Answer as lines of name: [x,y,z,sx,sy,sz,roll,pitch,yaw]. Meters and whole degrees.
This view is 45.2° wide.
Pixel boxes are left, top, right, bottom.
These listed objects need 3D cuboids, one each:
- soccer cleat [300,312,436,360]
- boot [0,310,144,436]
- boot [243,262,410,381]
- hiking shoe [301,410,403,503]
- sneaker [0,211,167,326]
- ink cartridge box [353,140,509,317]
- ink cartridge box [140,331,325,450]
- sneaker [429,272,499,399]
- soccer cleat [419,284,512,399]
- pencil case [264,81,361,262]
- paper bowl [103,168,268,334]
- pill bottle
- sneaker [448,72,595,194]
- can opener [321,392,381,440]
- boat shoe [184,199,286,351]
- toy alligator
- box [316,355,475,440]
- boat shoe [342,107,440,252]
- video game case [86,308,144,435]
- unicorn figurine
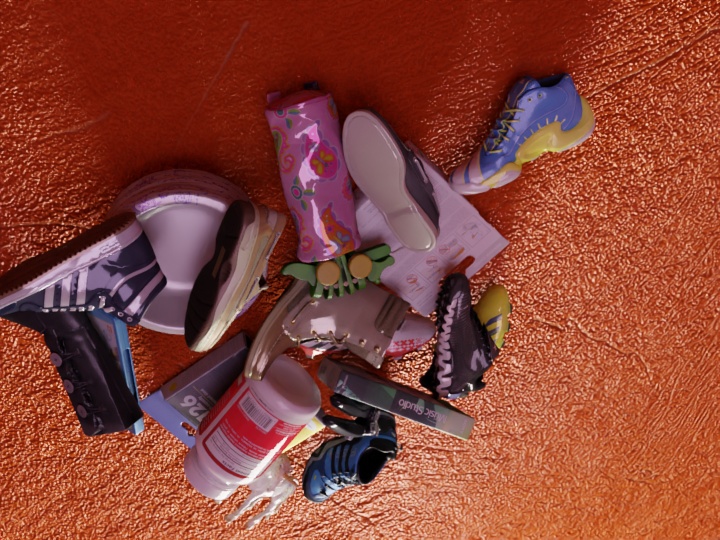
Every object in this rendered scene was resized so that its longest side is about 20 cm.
soccer cleat: [0.007,0.074,1.187,0.198,0.069,0.086,-2,128,-4]
boot: [-0.367,0.109,1.073,0.164,0.066,0.201,-4,118,44]
boot: [-0.042,0.084,1.100,0.154,0.072,0.201,34,73,3]
hiking shoe: [-0.020,0.297,1.315,0.074,0.087,0.200,31,113,-27]
sneaker: [-0.313,0.026,0.960,0.199,0.070,0.109,-27,120,1]
ink cartridge box: [0.073,-0.050,1.131,0.161,0.050,0.200,-42,124,17]
ink cartridge box: [-0.185,0.209,1.254,0.199,0.047,0.198,-35,123,10]
sneaker: [0.144,0.088,1.164,0.089,0.067,0.202,1,122,-2]
soccer cleat: [0.148,0.103,1.233,0.083,0.065,0.201,15,120,-19]
pencil case: [-0.056,-0.113,1.017,0.087,0.088,0.202,-13,110,-2]
paper bowl: [-0.214,-0.030,1.052,0.198,0.105,0.202,-5,123,-8]
pill bottle: [-0.152,0.214,1.172,0.112,0.113,0.200,30,113,-26]
sneaker: [0.185,-0.176,1.056,0.199,0.076,0.106,-28,114,-5]
can opener: [-0.017,0.204,1.198,0.078,0.200,0.064,10,84,13]
boat shoe: [-0.141,0.015,0.998,0.076,0.072,0.201,9,125,-35]
toy alligator: [0.000,0.000,1.074,0.198,0.059,0.055,-12,104,-17]
box: [0.045,0.175,1.197,0.198,0.144,0.037,20,88,-11]
boat shoe: [0.041,-0.114,1.024,0.072,0.062,0.201,-10,127,33]
video game case: [-0.339,0.104,1.103,0.018,0.142,0.201,-35,140,-38]
unicorn figurine: [-0.144,0.325,1.293,0.137,0.200,0.074,-38,79,2]
